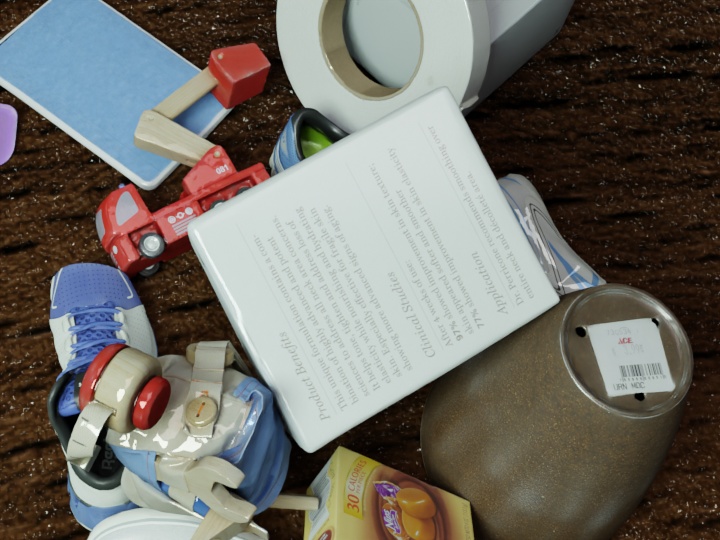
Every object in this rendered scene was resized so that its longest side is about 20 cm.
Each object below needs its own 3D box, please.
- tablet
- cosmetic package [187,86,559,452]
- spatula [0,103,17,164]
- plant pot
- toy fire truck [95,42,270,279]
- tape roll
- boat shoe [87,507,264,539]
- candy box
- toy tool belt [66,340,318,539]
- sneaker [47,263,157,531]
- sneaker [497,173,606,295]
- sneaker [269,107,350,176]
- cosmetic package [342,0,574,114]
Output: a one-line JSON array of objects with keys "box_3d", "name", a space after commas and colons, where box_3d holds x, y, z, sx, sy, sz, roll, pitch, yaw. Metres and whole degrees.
[{"box_3d": [-0.224, -0.168, 0.899, 0.199, 0.014, 0.131, 35, 62, 7], "name": "tablet"}, {"box_3d": [0.000, 0.000, 0.724, 0.198, 0.166, 0.169, -28, 92, -9], "name": "cosmetic package"}, {"box_3d": [-0.389, -0.118, 0.835, 0.197, 0.021, 0.057, 2, 78, -8], "name": "spatula"}, {"box_3d": [0.155, 0.097, 0.731, 0.184, 0.201, 0.190, 5, 62, -9], "name": "plant pot"}, {"box_3d": [-0.143, -0.095, 0.845, 0.198, 0.049, 0.142, -28, 80, -24], "name": "toy fire truck"}, {"box_3d": [0.017, -0.201, 0.860, 0.202, 0.204, 0.037, 42, 38, 12], "name": "tape roll"}, {"box_3d": [-0.094, 0.221, 0.685, 0.198, 0.069, 0.073, 22, 104, -7], "name": "boat shoe"}, {"box_3d": [0.020, 0.220, 0.659, 0.115, 0.057, 0.201, 26, 28, -15], "name": "candy box"}, {"box_3d": [-0.088, 0.109, 0.631, 0.121, 0.200, 0.126, 21, 72, 12], "name": "toy tool belt"}, {"box_3d": [-0.182, 0.076, 0.724, 0.079, 0.116, 0.202, -5, 64, -14], "name": "sneaker"}, {"box_3d": [0.165, 0.010, 0.860, 0.072, 0.072, 0.201, -37, 77, 1], "name": "sneaker"}, {"box_3d": [-0.001, -0.057, 0.842, 0.078, 0.089, 0.200, -40, 76, -25], "name": "sneaker"}, {"box_3d": [0.079, -0.274, 0.952, 0.200, 0.123, 0.199, 42, 64, 10], "name": "cosmetic package"}]
